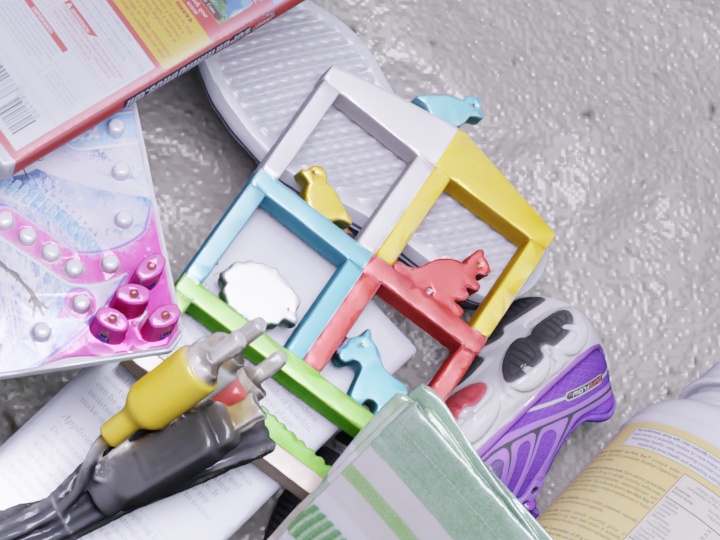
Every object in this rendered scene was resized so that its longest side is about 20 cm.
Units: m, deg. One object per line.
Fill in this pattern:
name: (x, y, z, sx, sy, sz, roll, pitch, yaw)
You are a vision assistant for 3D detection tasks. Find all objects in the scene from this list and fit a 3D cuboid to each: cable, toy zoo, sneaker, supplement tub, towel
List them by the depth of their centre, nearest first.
cable: (-0.115, 0.086, 1.248, 0.199, 0.097, 0.051, -28, 72, 8)
towel: (0.013, 0.163, 1.275, 0.153, 0.200, 0.023, 50, 33, 10)
toy zoo: (0.000, 0.000, 1.325, 0.131, 0.020, 0.200, 37, 71, -6)
supplement tub: (0.143, 0.151, 1.342, 0.145, 0.145, 0.200, 46, 68, -1)
sneaker: (0.043, 0.100, 1.365, 0.200, 0.081, 0.084, -37, 118, -12)
sneaker: (-0.005, -0.050, 1.385, 0.200, 0.079, 0.079, 43, 71, -6)

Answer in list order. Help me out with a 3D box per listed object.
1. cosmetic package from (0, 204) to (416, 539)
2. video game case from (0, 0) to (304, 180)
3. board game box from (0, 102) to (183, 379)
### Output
cosmetic package: (-0.082, 0.071, 1.335, 0.101, 0.071, 0.200, 47, 68, -1)
video game case: (-0.110, -0.144, 1.240, 0.200, 0.017, 0.143, -33, 81, -23)
board game box: (-0.186, -0.050, 1.211, 0.199, 0.026, 0.201, -8, 72, -16)
